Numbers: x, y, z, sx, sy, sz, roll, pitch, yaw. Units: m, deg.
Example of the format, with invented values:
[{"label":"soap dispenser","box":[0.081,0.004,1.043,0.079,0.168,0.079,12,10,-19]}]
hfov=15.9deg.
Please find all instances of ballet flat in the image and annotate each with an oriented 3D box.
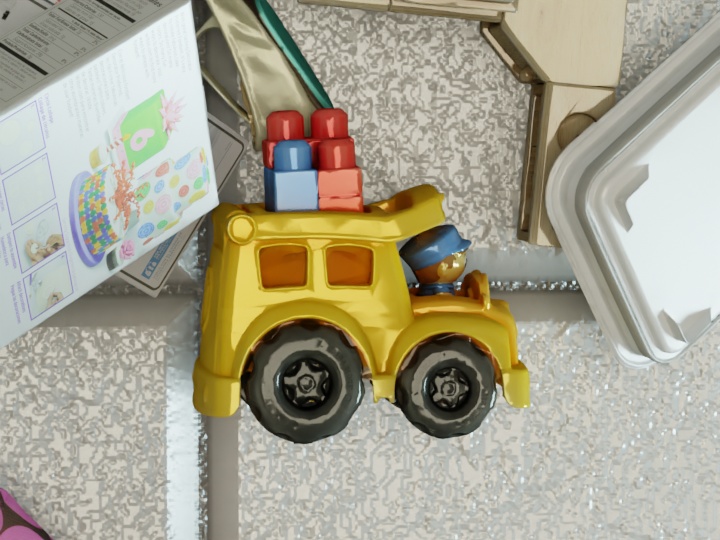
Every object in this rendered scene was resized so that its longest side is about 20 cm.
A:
[{"label":"ballet flat","box":[-0.087,-0.163,1.565,0.069,0.069,0.201,-28,97,-5]}]

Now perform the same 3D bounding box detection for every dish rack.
[{"label":"dish rack","box":[0.213,-0.048,1.566,0.200,0.043,0.172,-42,125,-20]}]

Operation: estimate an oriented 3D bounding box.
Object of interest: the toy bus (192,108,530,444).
[{"label":"toy bus","box":[0.000,0.000,1.546,0.198,0.136,0.194,0,94,-9]}]

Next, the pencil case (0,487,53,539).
[{"label":"pencil case","box":[-0.195,0.219,1.560,0.094,0.091,0.200,-42,100,7]}]

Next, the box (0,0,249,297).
[{"label":"box","box":[-0.164,-0.074,1.497,0.060,0.200,0.117,31,87,36]}]

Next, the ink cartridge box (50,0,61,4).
[{"label":"ink cartridge box","box":[-0.262,-0.174,1.527,0.199,0.085,0.145,35,89,-7]}]

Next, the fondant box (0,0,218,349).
[{"label":"fondant box","box":[-0.174,-0.055,1.398,0.199,0.058,0.145,-34,138,-29]}]

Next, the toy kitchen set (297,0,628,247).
[{"label":"toy kitchen set","box":[0.058,-0.110,1.535,0.198,0.163,0.182,5,93,-7]}]
